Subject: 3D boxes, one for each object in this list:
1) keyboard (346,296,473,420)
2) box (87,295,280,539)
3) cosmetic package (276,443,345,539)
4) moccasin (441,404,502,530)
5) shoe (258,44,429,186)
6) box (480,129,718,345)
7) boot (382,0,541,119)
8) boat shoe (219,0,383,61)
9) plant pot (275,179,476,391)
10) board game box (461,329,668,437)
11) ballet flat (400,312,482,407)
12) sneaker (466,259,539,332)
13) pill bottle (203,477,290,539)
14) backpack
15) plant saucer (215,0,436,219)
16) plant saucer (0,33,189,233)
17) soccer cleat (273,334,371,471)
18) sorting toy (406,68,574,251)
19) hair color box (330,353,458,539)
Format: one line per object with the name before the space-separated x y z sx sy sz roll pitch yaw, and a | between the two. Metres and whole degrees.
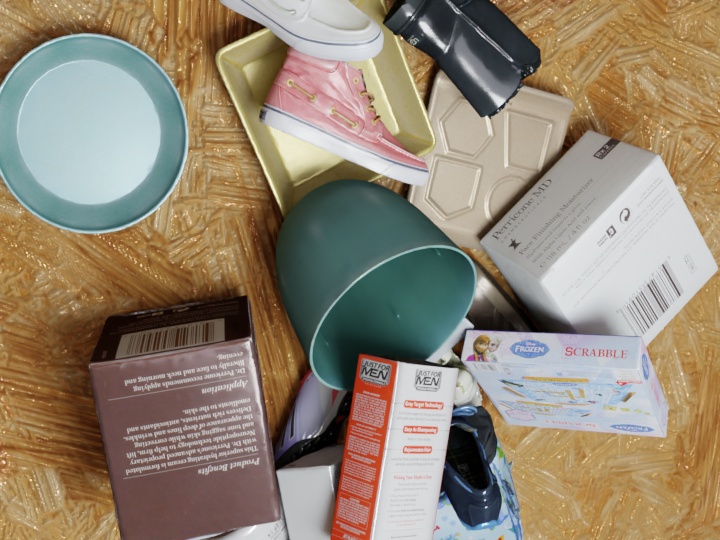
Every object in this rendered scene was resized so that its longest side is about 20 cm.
keyboard | 0.044 0.111 1.161 0.056 0.011 0.200 38 114 -18
box | -0.180 0.152 1.047 0.163 0.164 0.203 -8 104 -7
cosmetic package | -0.014 0.300 1.102 0.112 0.080 0.203 -15 95 -55
moccasin | 0.108 0.188 1.098 0.079 0.201 0.069 -17 131 -16
shoe | -0.002 -0.163 1.052 0.198 0.071 0.092 21 97 -18
box | 0.284 -0.017 1.181 0.199 0.130 0.200 -45 123 -6
boot | 0.134 -0.288 1.100 0.167 0.076 0.202 37 70 -18
boat shoe | -0.067 -0.274 1.003 0.074 0.198 0.067 -54 161 -36
plant pot | 0.000 0.000 1.069 0.198 0.162 0.202 -21 141 -19
board game box | 0.240 0.131 1.148 0.200 0.197 0.042 52 46 -52
ballet flat | 0.093 0.116 1.191 0.072 0.072 0.200 -43 110 -6
sneaker | 0.169 0.076 1.226 0.075 0.071 0.200 -37 108 12
pill bottle | -0.092 0.341 1.154 0.114 0.114 0.201 -36 112 -8
backpack | 0.120 0.287 1.204 0.161 0.155 0.201 -23 135 1
plant saucer | -0.039 -0.186 1.099 0.198 0.048 0.202 -27 109 -12
plant saucer | -0.279 -0.141 1.033 0.197 0.036 0.203 -4 102 -19
soccer cleat | -0.052 0.161 1.161 0.201 0.073 0.068 -53 149 18
sorting toy | 0.148 -0.125 1.186 0.182 0.036 0.203 10 102 -20
hair color box | 0.036 0.193 1.036 0.101 0.061 0.203 11 88 -45
